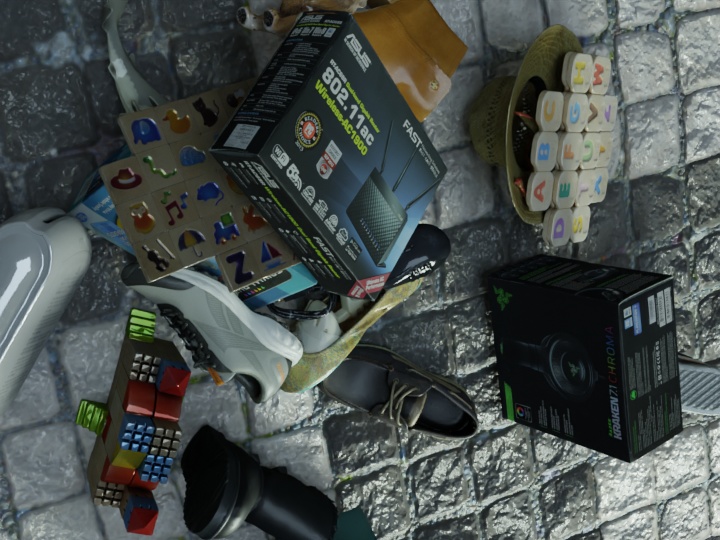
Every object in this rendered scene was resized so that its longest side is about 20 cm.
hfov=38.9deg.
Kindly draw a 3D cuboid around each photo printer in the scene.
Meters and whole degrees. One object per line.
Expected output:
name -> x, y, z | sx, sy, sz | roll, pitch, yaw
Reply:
photo printer -> -0.307, 0.037, 0.888 | 0.069, 0.166, 0.201 | 30, 91, -4

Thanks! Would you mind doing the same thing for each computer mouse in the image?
computer mouse -> 0.000, 0.000, 1.012 | 0.198, 0.034, 0.059 | -23, 74, -14

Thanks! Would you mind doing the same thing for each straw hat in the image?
straw hat -> 0.160, -0.154, 1.061 | 0.200, 0.084, 0.204 | -22, 117, -50

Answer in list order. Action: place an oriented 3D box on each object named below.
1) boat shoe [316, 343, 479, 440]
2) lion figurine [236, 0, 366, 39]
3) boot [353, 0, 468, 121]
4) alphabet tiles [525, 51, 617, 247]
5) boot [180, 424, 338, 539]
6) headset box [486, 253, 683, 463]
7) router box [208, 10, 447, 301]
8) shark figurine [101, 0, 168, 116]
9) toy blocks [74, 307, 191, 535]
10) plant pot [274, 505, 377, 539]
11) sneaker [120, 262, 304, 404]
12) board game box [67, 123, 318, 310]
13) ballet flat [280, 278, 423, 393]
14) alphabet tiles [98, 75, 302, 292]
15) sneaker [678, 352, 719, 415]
boat shoe -> 0.047, 0.132, 1.094 | 0.198, 0.073, 0.075 | 17, 95, -24
lion figurine -> -0.042, -0.180, 0.912 | 0.122, 0.072, 0.203 | -11, 105, -44
boot -> 0.010, -0.195, 1.002 | 0.144, 0.071, 0.201 | 45, 76, -13
alphabet tiles -> 0.231, -0.128, 1.084 | 0.195, 0.014, 0.203 | -9, 108, -54
boot -> -0.093, 0.235, 1.002 | 0.162, 0.198, 0.074 | 36, 91, -18
headset box -> 0.234, 0.085, 1.095 | 0.092, 0.199, 0.176 | -19, 110, -33
router box -> -0.018, -0.092, 0.859 | 0.200, 0.062, 0.151 | 51, 60, -43
shark figurine -> -0.179, -0.161, 0.954 | 0.089, 0.128, 0.216 | -35, 95, -37
toy blocks -> -0.209, 0.152, 0.965 | 0.099, 0.137, 0.202 | 15, 96, -23
plant pot -> -0.065, 0.369, 1.074 | 0.198, 0.141, 0.143 | -15, 107, -10
sneaker -> -0.142, 0.056, 0.960 | 0.199, 0.074, 0.080 | 37, 68, -27
board game box -> -0.150, -0.037, 0.936 | 0.199, 0.150, 0.047 | 33, 60, -24
ballet flat -> -0.018, 0.040, 1.049 | 0.200, 0.071, 0.071 | -41, 113, -13
alphabet tiles -> -0.118, -0.069, 0.870 | 0.199, 0.008, 0.169 | -25, 92, -37
sneaker -> 0.337, 0.127, 1.211 | 0.198, 0.079, 0.079 | 16, 90, 1
